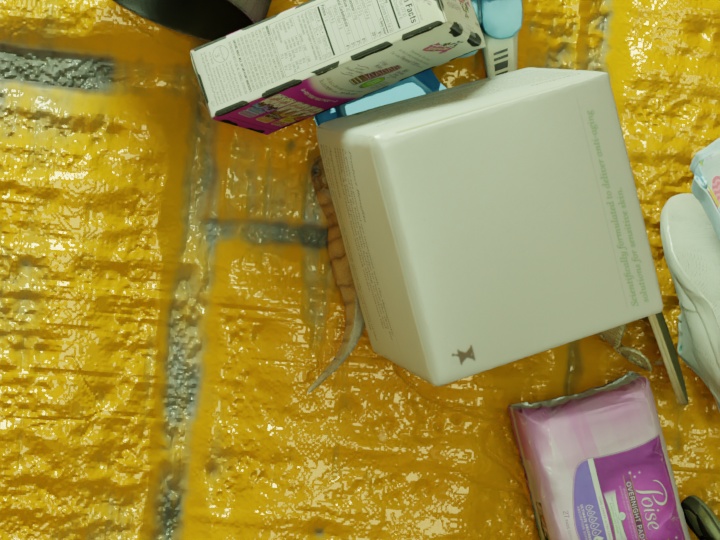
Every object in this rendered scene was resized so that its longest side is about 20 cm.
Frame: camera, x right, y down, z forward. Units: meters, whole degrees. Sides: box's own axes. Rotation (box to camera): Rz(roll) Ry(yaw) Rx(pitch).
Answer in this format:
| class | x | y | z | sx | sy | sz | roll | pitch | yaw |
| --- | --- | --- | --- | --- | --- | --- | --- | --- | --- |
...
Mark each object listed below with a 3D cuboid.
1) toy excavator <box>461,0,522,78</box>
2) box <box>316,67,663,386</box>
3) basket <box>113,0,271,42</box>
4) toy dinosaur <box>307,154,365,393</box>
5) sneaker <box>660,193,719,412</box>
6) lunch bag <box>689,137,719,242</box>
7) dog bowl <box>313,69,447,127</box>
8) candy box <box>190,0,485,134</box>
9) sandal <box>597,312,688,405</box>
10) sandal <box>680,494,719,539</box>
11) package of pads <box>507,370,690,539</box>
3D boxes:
| class | x | y | z | sx | sy | sz | roll | pitch | yaw |
| --- | --- | --- | --- | --- | --- | --- | --- | --- | --- |
| toy excavator | 0.104 | -0.201 | 1.664 | 0.194 | 0.100 | 0.200 | -4 | 102 | -6 |
| box | 0.097 | -0.041 | 1.557 | 0.200 | 0.171 | 0.199 | -17 | 101 | -13 |
| basket | -0.113 | -0.303 | 1.605 | 0.136 | 0.180 | 0.200 | 40 | 71 | -48 |
| toy dinosaur | 0.000 | 0.000 | 1.663 | 0.106 | 0.060 | 0.200 | -8 | 80 | 4 |
| sneaker | 0.291 | 0.035 | 1.691 | 0.075 | 0.089 | 0.200 | -7 | 66 | -23 |
| lunch bag | 0.388 | -0.049 | 1.656 | 0.200 | 0.127 | 0.170 | -19 | 65 | -15 |
| dog bowl | 0.046 | -0.114 | 1.667 | 0.200 | 0.050 | 0.112 | 38 | 85 | -6 |
| candy box | -0.015 | -0.173 | 1.555 | 0.200 | 0.136 | 0.061 | -20 | 83 | 14 |
| sandal | 0.213 | 0.021 | 1.688 | 0.070 | 0.078 | 0.212 | -18 | 86 | 12 |
| sandal | 0.353 | 0.241 | 1.693 | 0.201 | 0.080 | 0.057 | 32 | 90 | -16 |
| package of pads | 0.206 | 0.194 | 1.671 | 0.120 | 0.076 | 0.200 | -15 | 91 | -6 |
